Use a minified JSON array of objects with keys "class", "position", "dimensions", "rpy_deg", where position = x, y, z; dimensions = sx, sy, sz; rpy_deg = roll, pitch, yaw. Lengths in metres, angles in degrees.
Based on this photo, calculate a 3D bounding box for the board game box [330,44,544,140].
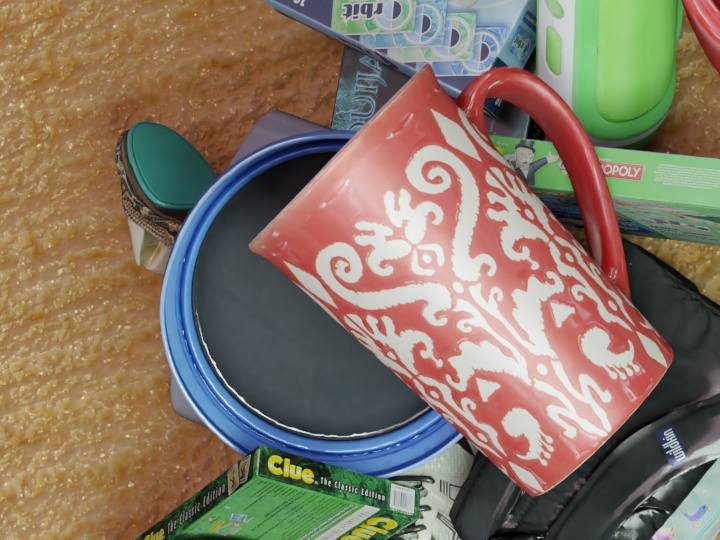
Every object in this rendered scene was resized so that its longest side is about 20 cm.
[{"class":"board game box","position":[0.055,-0.142,1.719],"dimensions":[0.135,0.028,0.201],"rpy_deg":[8,84,25]}]

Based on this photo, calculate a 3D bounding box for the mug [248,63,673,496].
[{"class":"mug","position":[0.072,-0.005,1.466],"dimensions":[0.178,0.133,0.200],"rpy_deg":[-45,92,-2]}]

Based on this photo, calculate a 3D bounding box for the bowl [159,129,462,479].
[{"class":"bowl","position":[-0.012,0.019,1.571],"dimensions":[0.199,0.039,0.202],"rpy_deg":[0,103,-1]}]

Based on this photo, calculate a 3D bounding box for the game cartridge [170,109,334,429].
[{"class":"game cartridge","position":[-0.042,0.012,1.713],"dimensions":[0.133,0.041,0.201],"rpy_deg":[20,98,20]}]

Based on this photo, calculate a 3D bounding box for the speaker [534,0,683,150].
[{"class":"speaker","position":[0.140,-0.154,1.585],"dimensions":[0.088,0.200,0.089],"rpy_deg":[-1,54,2]}]

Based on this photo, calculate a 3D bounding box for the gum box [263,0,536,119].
[{"class":"gum box","position":[0.055,-0.217,1.689],"dimensions":[0.169,0.045,0.201],"rpy_deg":[28,89,27]}]

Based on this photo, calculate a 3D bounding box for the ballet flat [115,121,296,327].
[{"class":"ballet flat","position":[-0.098,-0.016,1.672],"dimensions":[0.200,0.068,0.076],"rpy_deg":[42,122,46]}]

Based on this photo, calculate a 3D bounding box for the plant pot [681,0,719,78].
[{"class":"plant pot","position":[0.280,-0.145,1.519],"dimensions":[0.199,0.183,0.202],"rpy_deg":[-8,61,15]}]

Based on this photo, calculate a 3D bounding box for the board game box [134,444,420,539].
[{"class":"board game box","position":[-0.059,0.155,1.621],"dimensions":[0.200,0.104,0.024],"rpy_deg":[-38,39,51]}]

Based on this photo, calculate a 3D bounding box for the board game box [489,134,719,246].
[{"class":"board game box","position":[0.169,-0.041,1.579],"dimensions":[0.199,0.134,0.029],"rpy_deg":[8,82,32]}]

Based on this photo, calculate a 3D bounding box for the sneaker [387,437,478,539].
[{"class":"sneaker","position":[0.031,0.169,1.640],"dimensions":[0.075,0.088,0.201],"rpy_deg":[-7,76,24]}]

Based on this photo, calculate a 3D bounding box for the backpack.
[{"class":"backpack","position":[0.149,0.105,1.579],"dimensions":[0.167,0.126,0.200],"rpy_deg":[39,98,36]}]

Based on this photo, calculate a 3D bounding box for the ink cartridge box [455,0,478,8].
[{"class":"ink cartridge box","position":[0.050,-0.268,1.560],"dimensions":[0.176,0.200,0.045],"rpy_deg":[-42,28,22]}]
